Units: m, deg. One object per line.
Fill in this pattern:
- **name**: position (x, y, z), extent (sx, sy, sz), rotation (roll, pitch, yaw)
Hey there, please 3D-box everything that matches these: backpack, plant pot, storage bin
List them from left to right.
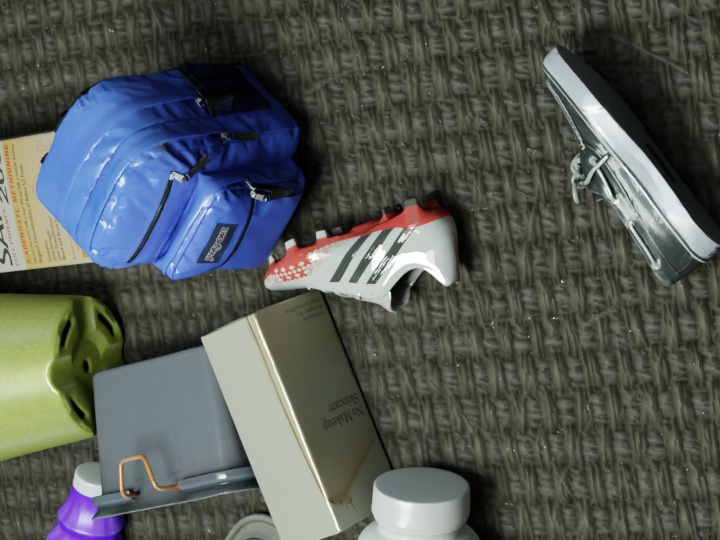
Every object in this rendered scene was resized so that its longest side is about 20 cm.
- **plant pot**: position (-0.328, 0.098, 1.903), extent (0.182, 0.200, 0.203), rotation (-8, 98, 25)
- **backpack**: position (-0.158, -0.082, 1.693), extent (0.168, 0.199, 0.163), rotation (45, 122, 32)
- **storage bin**: position (-0.163, 0.143, 1.819), extent (0.199, 0.145, 0.136), rotation (-16, 83, 37)

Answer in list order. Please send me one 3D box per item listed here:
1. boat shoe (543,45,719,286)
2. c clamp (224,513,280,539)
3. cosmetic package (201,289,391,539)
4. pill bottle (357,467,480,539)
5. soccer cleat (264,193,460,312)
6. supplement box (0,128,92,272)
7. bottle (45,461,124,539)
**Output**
- **boat shoe**: position (0.193, -0.078, 1.531), extent (0.068, 0.074, 0.200), rotation (-39, 87, 21)
- **c clamp**: position (-0.076, 0.333, 1.865), extent (0.201, 0.027, 0.171), rotation (54, 126, 12)
- **cosmetic package**: position (-0.051, 0.129, 1.746), extent (0.073, 0.103, 0.202), rotation (-24, 88, 37)
- **pill bottle**: position (0.049, 0.276, 1.705), extent (0.111, 0.112, 0.202), rotation (12, 109, 33)
- **soccer cleat**: position (0.000, 0.000, 1.698), extent (0.199, 0.068, 0.086), rotation (-19, 86, 33)
- **supplement box**: position (-0.298, -0.068, 1.892), extent (0.199, 0.073, 0.127), rotation (-6, 98, 37)
- **bottle**: position (-0.273, 0.286, 1.972), extent (0.083, 0.065, 0.202), rotation (26, 116, 27)
